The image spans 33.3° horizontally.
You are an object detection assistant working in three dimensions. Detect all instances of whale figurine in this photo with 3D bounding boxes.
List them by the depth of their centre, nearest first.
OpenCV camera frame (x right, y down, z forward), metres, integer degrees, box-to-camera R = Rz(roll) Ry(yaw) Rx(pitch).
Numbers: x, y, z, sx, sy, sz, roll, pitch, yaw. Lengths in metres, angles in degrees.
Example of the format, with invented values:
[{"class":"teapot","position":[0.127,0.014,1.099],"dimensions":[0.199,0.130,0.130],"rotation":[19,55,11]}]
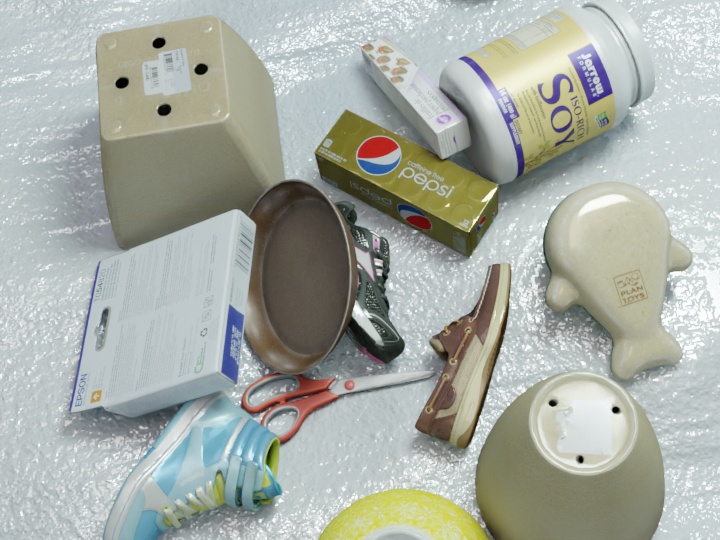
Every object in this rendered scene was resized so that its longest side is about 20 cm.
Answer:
[{"class":"whale figurine","position":[0.264,0.009,1.247],"dimensions":[0.159,0.104,0.201],"rotation":[-20,89,-3]}]

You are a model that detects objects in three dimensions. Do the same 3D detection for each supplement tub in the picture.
[{"class":"supplement tub","position":[0.201,-0.198,1.309],"dimensions":[0.200,0.146,0.146],"rotation":[-28,65,-7]}]

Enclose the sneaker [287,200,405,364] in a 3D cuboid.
[{"class":"sneaker","position":[0.000,0.000,1.276],"dimensions":[0.086,0.080,0.200],"rotation":[-28,66,-9]}]

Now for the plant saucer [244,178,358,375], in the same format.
[{"class":"plant saucer","position":[-0.063,0.006,1.243],"dimensions":[0.032,0.200,0.201],"rotation":[0,57,-39]}]

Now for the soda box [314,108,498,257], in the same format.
[{"class":"soda box","position":[0.051,-0.097,1.323],"dimensions":[0.200,0.064,0.068],"rotation":[29,71,17]}]

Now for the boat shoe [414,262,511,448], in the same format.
[{"class":"boat shoe","position":[0.105,0.079,1.234],"dimensions":[0.072,0.072,0.201],"rotation":[15,74,11]}]

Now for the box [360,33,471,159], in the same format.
[{"class":"box","position":[0.059,-0.198,1.347],"dimensions":[0.039,0.042,0.200],"rotation":[-27,45,-8]}]

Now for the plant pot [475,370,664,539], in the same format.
[{"class":"plant pot","position":[0.199,0.171,1.108],"dimensions":[0.187,0.200,0.188],"rotation":[-2,65,4]}]

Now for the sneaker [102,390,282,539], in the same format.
[{"class":"sneaker","position":[-0.155,0.222,1.188],"dimensions":[0.130,0.080,0.200],"rotation":[27,71,18]}]

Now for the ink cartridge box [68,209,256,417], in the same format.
[{"class":"ink cartridge box","position":[-0.205,0.051,1.262],"dimensions":[0.199,0.041,0.200],"rotation":[-17,52,29]}]

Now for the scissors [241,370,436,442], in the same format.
[{"class":"scissors","position":[-0.025,0.117,1.258],"dimensions":[0.199,0.014,0.073],"rotation":[-23,64,-4]}]

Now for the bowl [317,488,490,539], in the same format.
[{"class":"bowl","position":[0.038,0.291,1.120],"dimensions":[0.199,0.108,0.201],"rotation":[-2,65,4]}]

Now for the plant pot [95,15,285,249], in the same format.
[{"class":"plant pot","position":[-0.198,-0.164,1.318],"dimensions":[0.199,0.177,0.200],"rotation":[-10,64,2]}]
